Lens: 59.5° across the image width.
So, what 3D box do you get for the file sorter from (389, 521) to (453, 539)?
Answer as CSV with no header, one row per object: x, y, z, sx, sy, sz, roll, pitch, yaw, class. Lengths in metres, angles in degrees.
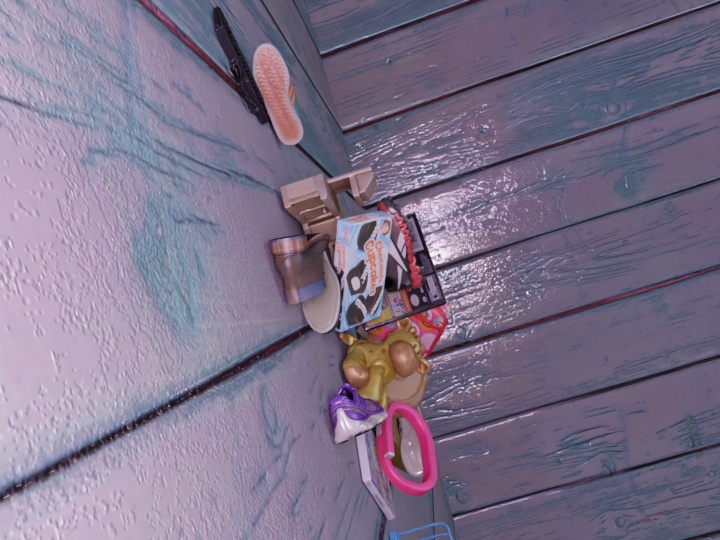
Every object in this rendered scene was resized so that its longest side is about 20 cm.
0.145,0.609,1.236,0.141,0.120,0.202,-100,171,-48,file sorter

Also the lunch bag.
0.097,0.080,1.361,0.082,0.197,0.178,-46,165,-57,lunch bag

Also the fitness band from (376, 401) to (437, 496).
0.097,0.365,1.304,0.142,0.037,0.202,30,34,-24,fitness band

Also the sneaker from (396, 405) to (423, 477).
0.123,0.385,1.431,0.203,0.073,0.086,-94,174,-46,sneaker

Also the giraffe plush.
0.057,0.190,1.291,0.202,0.159,0.175,-105,172,-51,giraffe plush

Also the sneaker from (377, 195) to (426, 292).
0.058,-0.041,1.214,0.071,0.096,0.204,-124,-167,-60,sneaker

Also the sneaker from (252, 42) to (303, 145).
-0.162,-0.346,1.212,0.081,0.070,0.203,-107,-178,-50,sneaker

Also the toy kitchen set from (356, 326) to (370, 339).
0.108,0.142,1.551,0.199,0.180,0.165,36,-22,40,toy kitchen set

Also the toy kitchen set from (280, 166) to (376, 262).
-0.029,-0.071,1.164,0.200,0.159,0.185,46,28,-77,toy kitchen set

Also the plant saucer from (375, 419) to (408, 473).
0.066,0.364,1.512,0.202,0.047,0.203,67,8,-48,plant saucer

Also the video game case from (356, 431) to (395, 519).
0.027,0.380,1.231,0.202,0.018,0.145,67,9,-47,video game case

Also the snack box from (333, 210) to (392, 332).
0.000,0.000,1.151,0.115,0.037,0.205,-17,121,-46,snack box

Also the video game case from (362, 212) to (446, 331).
0.062,0.001,1.299,0.026,0.177,0.204,95,-23,-76,video game case

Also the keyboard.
-0.195,-0.327,1.052,0.201,0.020,0.129,65,10,-54,keyboard

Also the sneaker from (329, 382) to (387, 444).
-0.007,0.228,1.057,0.200,0.079,0.085,41,27,-79,sneaker

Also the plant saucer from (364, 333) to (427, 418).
0.081,0.226,1.414,0.035,0.197,0.205,-26,-102,55,plant saucer

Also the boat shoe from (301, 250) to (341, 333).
-0.062,0.035,1.067,0.066,0.074,0.201,51,11,-44,boat shoe

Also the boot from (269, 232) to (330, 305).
-0.089,-0.006,0.990,0.200,0.073,0.100,-20,103,-75,boot
